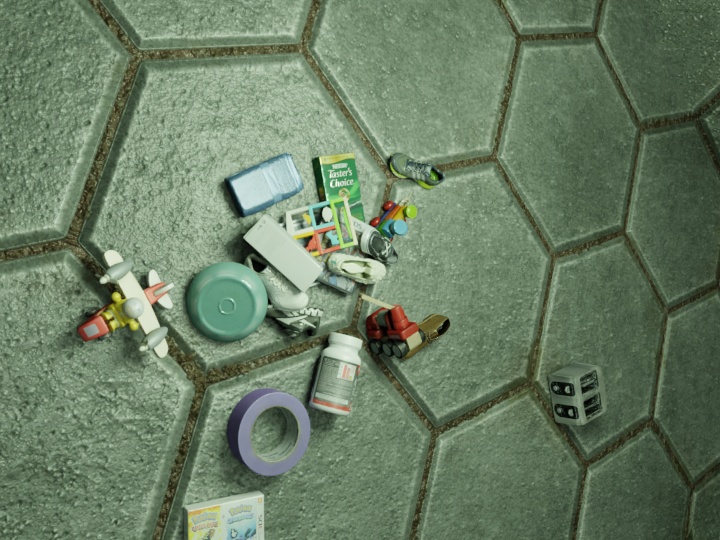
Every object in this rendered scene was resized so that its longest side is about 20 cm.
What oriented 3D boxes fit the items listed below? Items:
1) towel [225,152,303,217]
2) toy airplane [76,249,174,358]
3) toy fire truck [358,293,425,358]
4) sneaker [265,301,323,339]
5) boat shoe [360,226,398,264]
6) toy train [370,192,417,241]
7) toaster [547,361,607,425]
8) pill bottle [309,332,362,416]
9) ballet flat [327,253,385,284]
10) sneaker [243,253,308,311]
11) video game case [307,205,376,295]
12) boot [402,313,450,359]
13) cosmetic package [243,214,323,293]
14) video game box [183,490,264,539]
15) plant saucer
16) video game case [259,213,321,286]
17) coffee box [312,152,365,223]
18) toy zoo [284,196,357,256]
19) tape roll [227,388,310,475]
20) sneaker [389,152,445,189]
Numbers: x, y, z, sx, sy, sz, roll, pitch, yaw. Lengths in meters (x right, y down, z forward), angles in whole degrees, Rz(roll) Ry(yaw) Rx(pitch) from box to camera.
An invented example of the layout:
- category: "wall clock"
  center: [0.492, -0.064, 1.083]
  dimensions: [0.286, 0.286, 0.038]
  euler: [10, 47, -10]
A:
- category: "towel"
  center: [-0.247, -0.223, 1.515]
  dimensions: [0.198, 0.048, 0.114]
  euler: [-30, 103, -30]
- category: "toy airplane"
  center: [-0.498, 0.078, 1.289]
  dimensions: [0.197, 0.140, 0.204]
  euler: [21, 77, -29]
- category: "toy fire truck"
  center: [0.064, 0.135, 1.622]
  dimensions: [0.127, 0.175, 0.204]
  euler: [-27, 101, -29]
- category: "sneaker"
  center: [-0.186, 0.133, 1.528]
  dimensions: [0.196, 0.066, 0.093]
  euler: [11, 80, -34]
- category: "boat shoe"
  center: [0.059, -0.062, 1.631]
  dimensions: [0.073, 0.067, 0.200]
  euler: [-67, 155, -11]
- category: "toy train"
  center: [0.125, -0.172, 1.709]
  dimensions: [0.085, 0.115, 0.201]
  euler: [48, 66, -21]
- category: "toaster"
  center: [0.786, 0.441, 2.103]
  dimensions: [0.196, 0.118, 0.186]
  euler: [-13, 96, -32]
- category: "pill bottle"
  center: [-0.062, 0.278, 1.572]
  dimensions: [0.114, 0.115, 0.205]
  euler: [20, 78, -29]
- category: "ballet flat"
  center: [0.000, 0.000, 1.595]
  dimensions: [0.196, 0.071, 0.074]
  euler: [10, 83, -34]
- category: "sneaker"
  center: [-0.216, 0.033, 1.457]
  dimensions: [0.197, 0.088, 0.075]
  euler: [31, 61, 4]
- category: "video game case"
  center: [-0.060, -0.056, 1.601]
  dimensions: [0.178, 0.025, 0.204]
  euler: [24, 82, -33]
- category: "boot"
  center: [0.193, 0.197, 1.762]
  dimensions: [0.199, 0.075, 0.075]
  euler: [-38, 109, -27]
- category: "cosmetic package"
  center: [-0.188, -0.044, 1.458]
  dimensions: [0.200, 0.113, 0.081]
  euler: [44, 92, -5]
- category: "video game box"
  center: [-0.331, 0.656, 1.428]
  dimensions: [0.196, 0.046, 0.187]
  euler: [0, 86, -32]
- category: "plant saucer"
  center: [-0.323, 0.082, 1.413]
  dimensions: [0.195, 0.036, 0.206]
  euler: [-3, 104, -11]
- category: "video game case"
  center: [-0.173, -0.041, 1.569]
  dimensions: [0.197, 0.023, 0.186]
  euler: [-18, 98, -32]
- category: "coffee box"
  center: [-0.059, -0.223, 1.636]
  dimensions: [0.121, 0.044, 0.206]
  euler: [-11, 94, -32]
- category: "toy zoo"
  center: [-0.116, -0.107, 1.536]
  dimensions: [0.195, 0.020, 0.134]
  euler: [-15, 85, -3]
- category: "tape roll"
  center: [-0.231, 0.406, 1.479]
  dimensions: [0.196, 0.084, 0.206]
  euler: [1, 88, -33]
- category: "sneaker"
  center: [0.175, -0.310, 1.767]
  dimensions: [0.196, 0.080, 0.076]
  euler: [15, 80, -31]
